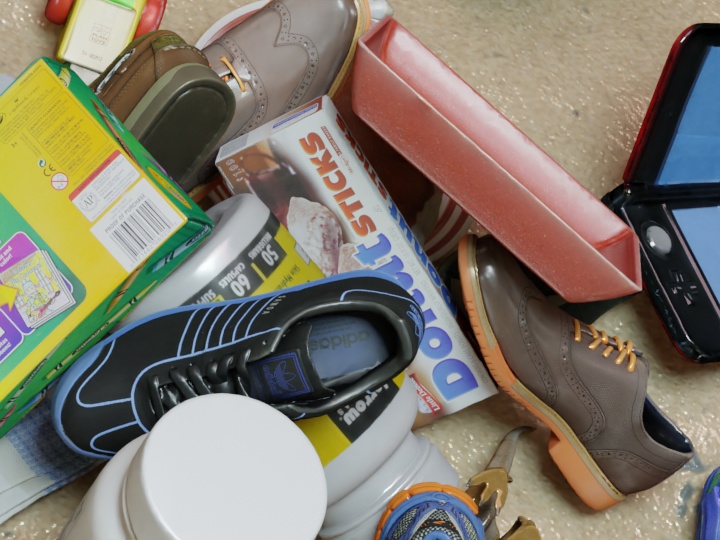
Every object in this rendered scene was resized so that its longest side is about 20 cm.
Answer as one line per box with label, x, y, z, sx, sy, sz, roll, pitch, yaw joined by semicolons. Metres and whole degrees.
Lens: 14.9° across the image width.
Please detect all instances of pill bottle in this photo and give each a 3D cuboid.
pill bottle;-0.094;0.148;1.392;0.113;0.200;0.113;11;58;-17
pill bottle;-0.038;0.065;1.506;0.200;0.111;0.111;50;52;-12

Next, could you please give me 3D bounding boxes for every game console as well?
game console;0.256;-0.048;1.683;0.200;0.119;0.172;-5;62;-46

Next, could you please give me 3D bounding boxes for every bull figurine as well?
bull figurine;0.005;-0.072;1.626;0.121;0.065;0.200;-24;76;-37

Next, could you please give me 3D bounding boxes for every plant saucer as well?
plant saucer;0.071;-0.058;1.532;0.200;0.037;0.200;41;11;-2

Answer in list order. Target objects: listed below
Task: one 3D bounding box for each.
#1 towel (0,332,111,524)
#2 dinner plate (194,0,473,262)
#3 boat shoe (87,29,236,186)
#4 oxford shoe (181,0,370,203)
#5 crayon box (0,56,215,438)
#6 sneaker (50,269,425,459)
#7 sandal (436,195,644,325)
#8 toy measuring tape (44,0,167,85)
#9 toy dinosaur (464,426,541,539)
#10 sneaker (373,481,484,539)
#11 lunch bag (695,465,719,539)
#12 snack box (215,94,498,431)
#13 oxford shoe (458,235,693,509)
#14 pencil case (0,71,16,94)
towel;-0.184;0.054;1.521;0.200;0.024;0.147;-30;74;-36
dinner plate;-0.019;-0.079;1.672;0.200;0.024;0.200;10;58;-17
boat shoe;-0.152;-0.045;1.501;0.200;0.072;0.068;-45;50;3
oxford shoe;-0.076;-0.094;1.544;0.071;0.200;0.073;53;22;13
crayon box;-0.190;0.002;1.427;0.200;0.058;0.119;-44;78;5
sneaker;-0.064;0.050;1.404;0.200;0.078;0.070;-21;102;-1
sandal;0.111;0.004;1.660;0.201;0.057;0.080;-19;102;-46
toy measuring tape;-0.163;-0.121;1.624;0.074;0.074;0.200;20;77;-11
toy dinosaur;0.064;0.139;1.536;0.060;0.106;0.200;35;60;-12
sneaker;0.024;0.213;1.443;0.075;0.078;0.200;4;93;0
lunch bag;0.266;0.199;1.593;0.161;0.082;0.200;19;55;-13
snack box;0.000;0.000;1.549;0.200;0.072;0.024;58;19;-21
oxford shoe;0.121;0.048;1.563;0.200;0.073;0.071;53;25;-32
pencil case;-0.276;-0.059;1.510;0.200;0.083;0.091;-8;66;-28
